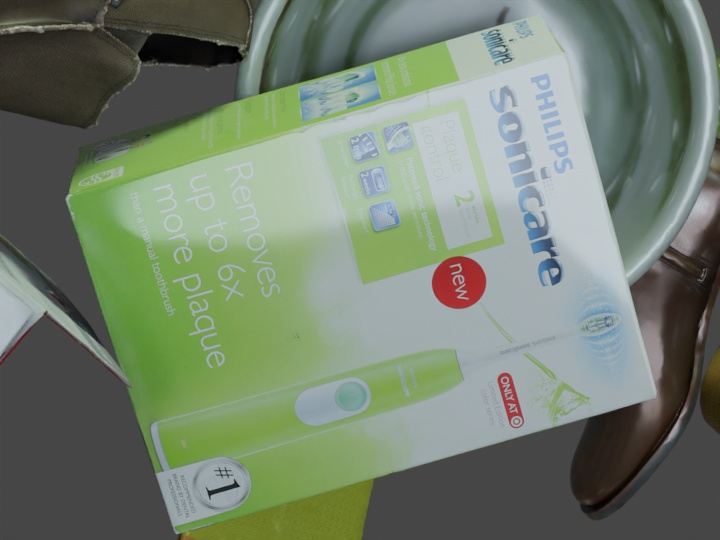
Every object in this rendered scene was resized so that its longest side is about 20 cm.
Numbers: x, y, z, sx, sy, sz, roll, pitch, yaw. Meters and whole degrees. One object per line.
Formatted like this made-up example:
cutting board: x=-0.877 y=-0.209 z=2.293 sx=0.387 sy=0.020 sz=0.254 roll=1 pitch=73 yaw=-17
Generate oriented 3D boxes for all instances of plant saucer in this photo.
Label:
plant saucer: x=0.047 y=-0.072 z=1.090 sx=0.199 sy=0.050 sz=0.201 roll=-1 pitch=106 yaw=-3

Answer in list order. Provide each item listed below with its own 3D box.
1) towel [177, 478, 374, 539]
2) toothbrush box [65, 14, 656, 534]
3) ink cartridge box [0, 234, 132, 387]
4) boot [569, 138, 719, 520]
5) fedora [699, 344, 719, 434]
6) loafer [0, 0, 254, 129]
towel: x=-0.037 y=0.102 z=1.146 sx=0.086 sy=0.018 sz=0.201 roll=19 pitch=77 yaw=-24
toothbrush box: x=0.000 y=0.000 z=1.038 sx=0.199 sy=0.086 sz=0.146 roll=-16 pitch=106 yaw=1
ink cartridge box: x=-0.192 y=-0.001 z=1.010 sx=0.176 sy=0.200 sz=0.084 roll=41 pitch=89 yaw=-18
boot: x=0.066 y=-0.005 z=1.162 sx=0.200 sy=0.064 sz=0.187 roll=23 pitch=95 yaw=-16
fedora: x=0.218 y=0.054 z=1.189 sx=0.200 sy=0.082 sz=0.201 roll=-16 pitch=113 yaw=-41
loafer: x=-0.115 y=-0.089 z=0.997 sx=0.200 sy=0.073 sz=0.071 roll=-19 pitch=90 yaw=-32
